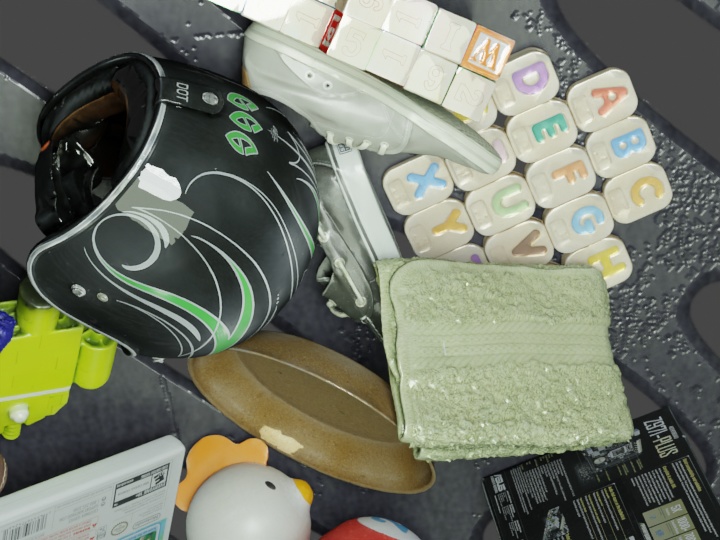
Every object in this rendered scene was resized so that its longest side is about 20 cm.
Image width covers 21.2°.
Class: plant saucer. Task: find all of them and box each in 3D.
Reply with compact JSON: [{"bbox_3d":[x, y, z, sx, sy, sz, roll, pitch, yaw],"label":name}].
[{"bbox_3d":[-0.030,0.097,1.396,0.200,0.200,0.036,36,66,-20],"label":"plant saucer"}]

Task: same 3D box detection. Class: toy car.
[{"bbox_3d":[-0.055,0.204,1.453,0.176,0.184,0.201,-32,86,9],"label":"toy car"}]

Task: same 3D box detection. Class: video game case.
[{"bbox_3d":[-0.225,0.224,1.420,0.199,0.024,0.183,-18,134,-40],"label":"video game case"}]

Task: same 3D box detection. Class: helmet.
[{"bbox_3d":[-0.122,-0.036,1.298,0.200,0.200,0.190,-44,128,13],"label":"helmet"}]

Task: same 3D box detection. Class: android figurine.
[{"bbox_3d":[-0.264,0.070,1.361,0.181,0.041,0.200,-8,149,-22],"label":"android figurine"}]

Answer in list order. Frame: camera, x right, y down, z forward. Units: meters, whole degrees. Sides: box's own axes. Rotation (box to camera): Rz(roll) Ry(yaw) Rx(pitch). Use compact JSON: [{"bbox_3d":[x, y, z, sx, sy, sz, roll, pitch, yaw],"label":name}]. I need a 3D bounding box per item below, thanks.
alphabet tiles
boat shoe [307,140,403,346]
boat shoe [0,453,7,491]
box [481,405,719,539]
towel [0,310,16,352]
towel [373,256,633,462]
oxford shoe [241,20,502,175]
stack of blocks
[{"bbox_3d":[0.124,-0.059,1.410,0.195,0.015,0.201,-23,115,4],"label":"alphabet tiles"},{"bbox_3d":[0.000,0.000,1.397,0.063,0.071,0.201,-21,107,3],"label":"boat shoe"},{"bbox_3d":[-0.299,0.182,1.416,0.072,0.072,0.200,23,139,-27],"label":"boat shoe"},{"bbox_3d":[0.192,0.209,1.439,0.163,0.200,0.086,-22,114,3],"label":"box"},{"bbox_3d":[-0.336,0.059,1.263,0.147,0.050,0.200,36,117,-18],"label":"towel"},{"bbox_3d":[0.103,0.061,1.362,0.199,0.149,0.036,2,159,-30],"label":"towel"},{"bbox_3d":[0.004,-0.109,1.334,0.199,0.075,0.058,25,98,-5],"label":"oxford shoe"},{"bbox_3d":[-0.009,-0.172,1.282,0.199,0.115,0.059,23,99,-15],"label":"stack of blocks"}]
